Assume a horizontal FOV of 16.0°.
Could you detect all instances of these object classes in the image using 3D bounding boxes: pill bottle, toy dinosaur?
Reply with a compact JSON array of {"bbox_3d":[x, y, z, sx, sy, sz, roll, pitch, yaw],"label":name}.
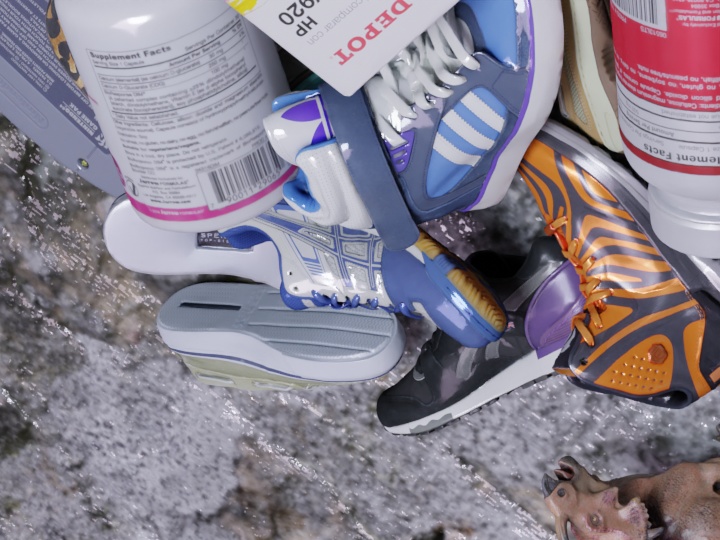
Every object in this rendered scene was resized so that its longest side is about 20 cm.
[{"bbox_3d":[0.192,-0.112,1.374,0.112,0.112,0.201,10,128,26],"label":"pill bottle"},{"bbox_3d":[0.212,0.167,1.552,0.199,0.136,0.086,21,131,18],"label":"toy dinosaur"},{"bbox_3d":[-0.108,-0.132,1.459,0.113,0.113,0.200,5,130,30],"label":"pill bottle"}]

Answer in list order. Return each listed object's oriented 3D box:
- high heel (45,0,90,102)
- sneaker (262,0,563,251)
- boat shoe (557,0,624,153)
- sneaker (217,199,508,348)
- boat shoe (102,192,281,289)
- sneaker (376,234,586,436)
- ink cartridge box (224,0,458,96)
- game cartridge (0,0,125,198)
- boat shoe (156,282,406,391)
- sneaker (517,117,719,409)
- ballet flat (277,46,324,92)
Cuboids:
[{"bbox_3d":[-0.130,-0.177,1.531,0.142,0.071,0.201,-29,81,48],"label":"high heel"},{"bbox_3d":[0.022,-0.096,1.421,0.200,0.146,0.081,107,150,-49],"label":"sneaker"},{"bbox_3d":[0.120,-0.154,1.424,0.076,0.072,0.201,17,131,37],"label":"boat shoe"},{"bbox_3d":[0.000,0.000,1.541,0.200,0.088,0.075,38,180,28],"label":"sneaker"},{"bbox_3d":[-0.062,-0.024,1.635,0.199,0.070,0.071,5,110,0],"label":"boat shoe"},{"bbox_3d":[0.078,0.033,1.594,0.200,0.076,0.088,-28,95,35],"label":"sneaker"},{"bbox_3d":[-0.028,-0.226,1.338,0.200,0.145,0.147,37,121,-26],"label":"ink cartridge box"},{"bbox_3d":[-0.194,-0.141,1.654,0.200,0.041,0.133,44,131,-3],"label":"game cartridge"},{"bbox_3d":[-0.046,0.048,1.687,0.200,0.072,0.062,8,140,40],"label":"boat shoe"},{"bbox_3d":[0.134,0.002,1.483,0.200,0.112,0.078,42,179,5],"label":"sneaker"},{"bbox_3d":[-0.003,-0.148,1.516,0.200,0.067,0.064,-32,73,49],"label":"ballet flat"}]
